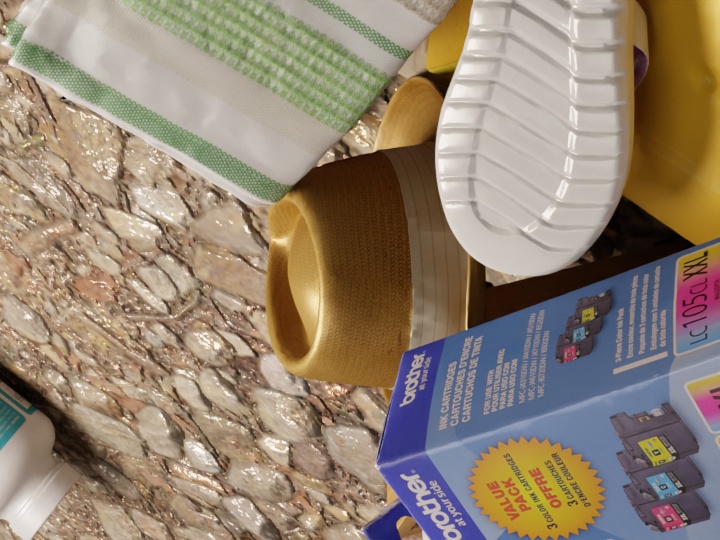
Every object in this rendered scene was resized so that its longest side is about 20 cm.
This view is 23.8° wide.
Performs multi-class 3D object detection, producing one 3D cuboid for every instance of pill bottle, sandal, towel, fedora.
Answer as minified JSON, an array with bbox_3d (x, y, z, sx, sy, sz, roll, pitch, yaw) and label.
[{"bbox_3d":[-0.327,0.133,1.395,0.200,0.111,0.111,39,147,-2],"label":"pill bottle"},{"bbox_3d":[0.080,-0.087,0.674,0.082,0.050,0.203,23,129,23],"label":"sandal"},{"bbox_3d":[-0.040,-0.128,0.722,0.149,0.031,0.200,30,122,-22],"label":"towel"},{"bbox_3d":[0.000,0.000,0.822,0.081,0.202,0.201,0,149,-13],"label":"fedora"}]

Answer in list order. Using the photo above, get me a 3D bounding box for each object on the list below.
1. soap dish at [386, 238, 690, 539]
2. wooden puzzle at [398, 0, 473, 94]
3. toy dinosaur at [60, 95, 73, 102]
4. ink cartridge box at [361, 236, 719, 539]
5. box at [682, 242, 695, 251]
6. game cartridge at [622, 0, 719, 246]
[{"bbox_3d":[0.102,0.067,0.881,0.200,0.157,0.082,115,136,-57],"label":"soap dish"},{"bbox_3d":[0.096,-0.116,0.757,0.199,0.037,0.185,28,147,14],"label":"wooden puzzle"},{"bbox_3d":[-0.065,-0.109,0.835,0.199,0.103,0.136,-24,142,34],"label":"toy dinosaur"},{"bbox_3d":[0.100,0.083,0.708,0.199,0.077,0.137,-21,120,28],"label":"ink cartridge box"},{"bbox_3d":[0.212,0.061,0.777,0.200,0.143,0.036,47,176,-14],"label":"box"},{"bbox_3d":[0.142,-0.081,0.662,0.200,0.032,0.177,39,149,29],"label":"game cartridge"}]
